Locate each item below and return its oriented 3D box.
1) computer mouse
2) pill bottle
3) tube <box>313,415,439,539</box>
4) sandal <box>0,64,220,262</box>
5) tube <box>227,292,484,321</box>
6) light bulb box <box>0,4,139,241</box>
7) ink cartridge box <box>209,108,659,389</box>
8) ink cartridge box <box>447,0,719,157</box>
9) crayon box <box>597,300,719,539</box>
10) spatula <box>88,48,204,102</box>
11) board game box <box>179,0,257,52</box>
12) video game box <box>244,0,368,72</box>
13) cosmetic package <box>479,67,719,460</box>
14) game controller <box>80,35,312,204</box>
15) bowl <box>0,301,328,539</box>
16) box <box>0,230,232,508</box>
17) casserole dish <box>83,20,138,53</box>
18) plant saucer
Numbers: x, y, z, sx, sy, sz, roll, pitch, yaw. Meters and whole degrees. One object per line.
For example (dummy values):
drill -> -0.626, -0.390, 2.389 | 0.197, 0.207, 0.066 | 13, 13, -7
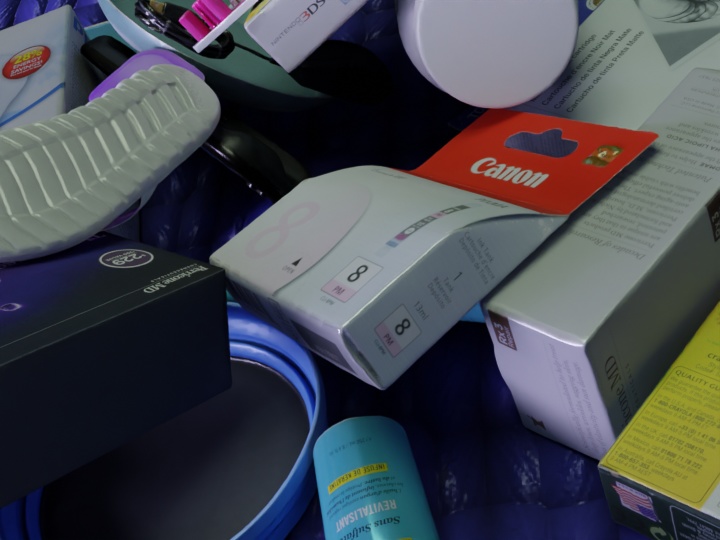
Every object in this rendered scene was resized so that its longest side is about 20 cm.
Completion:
computer mouse -> -0.060, -0.157, 0.904 | 0.034, 0.199, 0.059 | -61, 37, 25
pill bottle -> 0.078, -0.173, 0.846 | 0.113, 0.114, 0.200 | -18, 20, 6
tube -> 0.018, 0.162, 0.624 | 0.077, 0.050, 0.201 | -27, 46, 12
sandal -> -0.160, -0.053, 0.765 | 0.202, 0.050, 0.082 | -33, 71, -35
tube -> 0.000, 0.000, 0.790 | 0.199, 0.051, 0.077 | 2, 28, 33
light bulb box -> -0.266, -0.056, 0.917 | 0.197, 0.125, 0.201 | -18, 43, 6
ink cartridge box -> 0.033, -0.036, 0.702 | 0.200, 0.057, 0.162 | -45, 29, -13
ink cartridge box -> 0.185, -0.142, 0.866 | 0.199, 0.041, 0.200 | 23, 59, 40
crayon box -> 0.222, 0.059, 0.629 | 0.127, 0.051, 0.200 | 22, 59, 39
spatula -> -0.185, -0.082, 0.804 | 0.056, 0.021, 0.200 | 36, 53, 26
board game box -> -0.016, -0.243, 0.834 | 0.200, 0.026, 0.200 | -33, 19, 37
video game box -> 0.010, -0.220, 0.841 | 0.182, 0.047, 0.200 | -39, 16, 14
cosmetic package -> 0.158, -0.005, 0.689 | 0.074, 0.102, 0.200 | 21, 59, 41
game controller -> -0.112, -0.098, 0.893 | 0.200, 0.104, 0.042 | 36, 97, 36
bowl -> -0.111, 0.103, 0.743 | 0.199, 0.039, 0.201 | -13, 42, 12
box -> -0.186, 0.046, 0.691 | 0.141, 0.079, 0.200 | 18, 29, 34
casserole dish -> -0.239, -0.155, 1.075 | 0.199, 0.039, 0.122 | -15, 41, 10
plant saucer -> -0.104, -0.168, 0.951 | 0.028, 0.199, 0.200 | -61, 35, 23
